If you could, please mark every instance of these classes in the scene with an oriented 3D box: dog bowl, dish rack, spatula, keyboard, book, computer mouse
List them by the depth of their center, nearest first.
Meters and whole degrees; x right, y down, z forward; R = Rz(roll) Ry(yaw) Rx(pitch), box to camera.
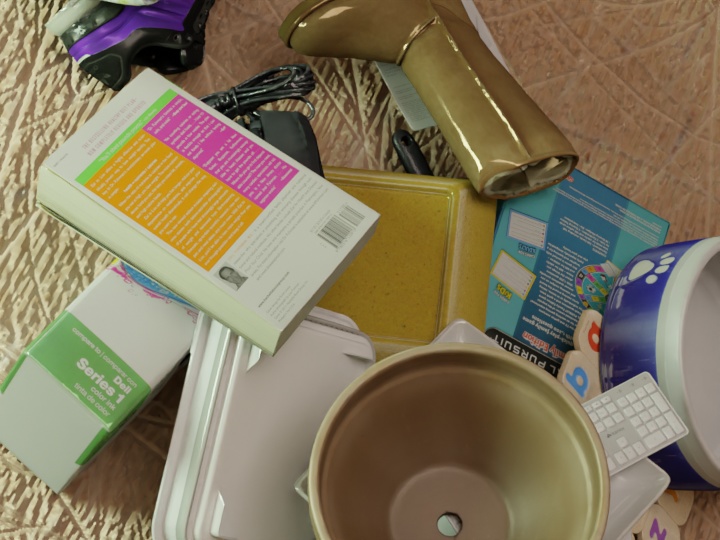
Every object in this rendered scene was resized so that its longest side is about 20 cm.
[{"bbox_3d":[-0.104,-0.046,1.542,0.200,0.048,0.134,33,53,9],"label":"book"},{"bbox_3d":[-0.057,0.120,1.570,0.172,0.044,0.200,18,84,-47],"label":"dish rack"},{"bbox_3d":[0.142,0.134,1.587,0.200,0.011,0.056,-25,65,-24],"label":"keyboard"},{"bbox_3d":[-0.077,-0.071,1.683,0.138,0.053,0.200,-22,60,0],"label":"computer mouse"},{"bbox_3d":[0.276,0.074,1.760,0.200,0.079,0.200,8,79,-47],"label":"dog bowl"},{"bbox_3d":[0.072,-0.023,1.791,0.057,0.021,0.200,-22,87,-29],"label":"spatula"}]

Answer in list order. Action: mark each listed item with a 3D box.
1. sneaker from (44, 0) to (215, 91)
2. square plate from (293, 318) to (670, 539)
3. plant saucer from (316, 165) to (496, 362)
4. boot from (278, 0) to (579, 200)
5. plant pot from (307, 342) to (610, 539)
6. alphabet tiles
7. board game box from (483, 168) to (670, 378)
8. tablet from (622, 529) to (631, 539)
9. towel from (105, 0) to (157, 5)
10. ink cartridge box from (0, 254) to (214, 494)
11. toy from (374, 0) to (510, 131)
[{"bbox_3d":[-0.149,-0.207,1.765,0.200,0.070,0.100,-39,94,-30],"label":"sneaker"},{"bbox_3d":[0.087,0.155,1.586,0.200,0.028,0.198,37,57,14],"label":"square plate"},{"bbox_3d":[0.000,0.000,1.702,0.200,0.048,0.200,6,63,1],"label":"plant saucer"},{"bbox_3d":[0.054,-0.141,1.740,0.175,0.066,0.200,-17,63,-29],"label":"boot"},{"bbox_3d":[0.062,0.157,1.498,0.201,0.093,0.201,2,64,-3],"label":"plant pot"},{"bbox_3d":[0.206,0.133,1.743,0.196,0.015,0.200,48,53,-34],"label":"alphabet tiles"},{"bbox_3d":[0.153,0.017,1.784,0.151,0.047,0.200,29,63,-18],"label":"board game box"},{"bbox_3d":[0.096,0.182,1.613,0.200,0.014,0.130,5,43,2],"label":"tablet"},{"bbox_3d":[-0.171,-0.271,1.718,0.171,0.200,0.048,-40,127,-31],"label":"towel"},{"bbox_3d":[-0.163,0.046,1.591,0.084,0.145,0.200,42,58,0],"label":"ink cartridge box"},{"bbox_3d":[0.039,-0.204,1.851,0.115,0.047,0.200,-18,69,-31],"label":"toy"}]
